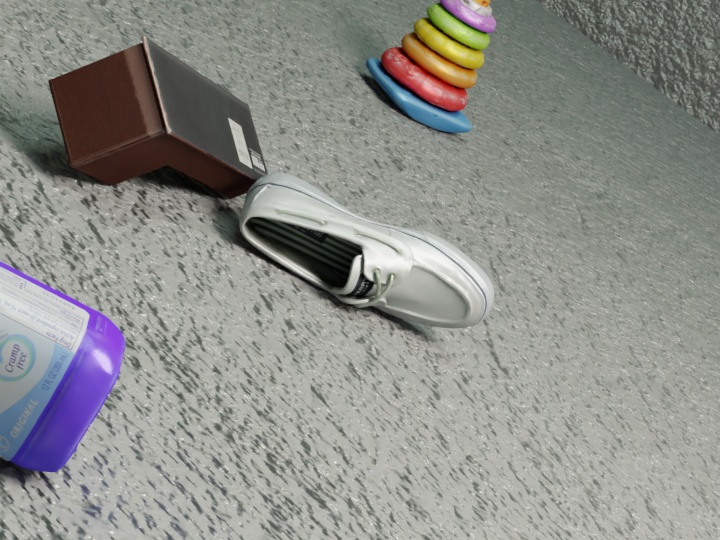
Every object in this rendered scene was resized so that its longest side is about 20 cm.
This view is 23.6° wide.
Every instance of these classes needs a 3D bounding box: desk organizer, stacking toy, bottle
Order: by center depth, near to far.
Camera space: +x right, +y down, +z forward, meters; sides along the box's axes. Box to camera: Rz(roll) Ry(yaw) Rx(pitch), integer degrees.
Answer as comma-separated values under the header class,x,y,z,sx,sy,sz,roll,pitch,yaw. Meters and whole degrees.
class,x,y,z,sx,sy,sz,roll,pitch,yaw
bottle,-0.213,0.020,0.814,0.200,0.084,0.065,29,19,-14
desk organizer,-0.140,-0.097,1.242,0.200,0.077,0.072,26,46,-71
stacking toy,0.105,-0.262,1.872,0.116,0.200,0.110,20,22,-32

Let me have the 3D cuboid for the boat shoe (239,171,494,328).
class,x,y,z,sx,sy,sz,roll,pitch,yaw
boat shoe,0.000,0.000,1.266,0.200,0.074,0.067,23,33,0
